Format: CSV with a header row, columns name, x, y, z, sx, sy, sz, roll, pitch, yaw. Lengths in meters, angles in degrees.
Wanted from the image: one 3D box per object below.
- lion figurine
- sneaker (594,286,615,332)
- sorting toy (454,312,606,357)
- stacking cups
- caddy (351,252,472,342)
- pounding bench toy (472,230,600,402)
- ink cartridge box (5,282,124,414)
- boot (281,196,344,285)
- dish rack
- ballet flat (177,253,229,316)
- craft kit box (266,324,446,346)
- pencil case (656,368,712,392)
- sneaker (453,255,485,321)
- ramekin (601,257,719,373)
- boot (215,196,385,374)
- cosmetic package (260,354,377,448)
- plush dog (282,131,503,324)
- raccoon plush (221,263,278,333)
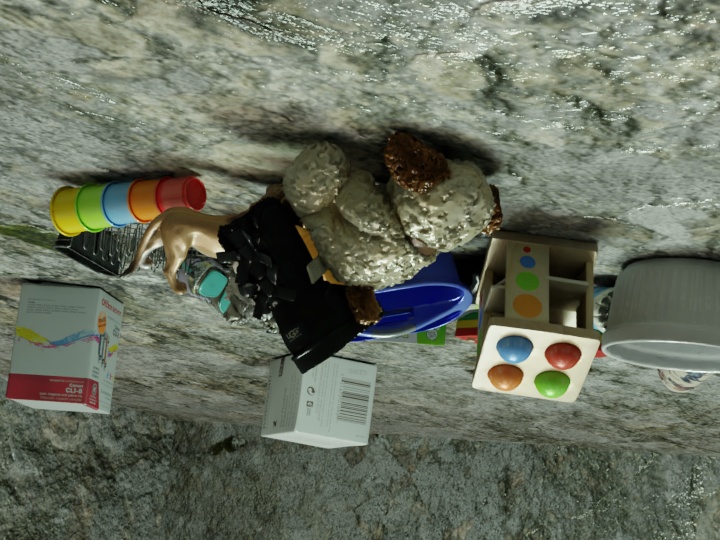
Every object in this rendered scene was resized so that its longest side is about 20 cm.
name,x,y,z,sx,sy,sz,roll,pitch,yaw
lion figurine,-0.156,-0.038,1.401,0.199,0.073,0.123,-3,131,-23
sneaker,0.350,0.055,1.721,0.199,0.079,0.090,23,179,-42
sorting toy,0.250,0.077,1.825,0.198,0.070,0.199,-5,162,44
stacking cups,-0.263,-0.074,1.466,0.199,0.061,0.060,-3,164,36
caddy,0.031,0.030,1.542,0.199,0.106,0.142,-9,154,-2
pounding bench toy,0.196,0.083,1.517,0.123,0.157,0.201,8,141,-1
ink cartridge box,-0.500,0.133,2.214,0.144,0.201,0.145,3,168,7
boot,-0.056,-0.003,1.397,0.144,0.202,0.071,14,-165,-44
dish rack,-0.278,-0.031,1.685,0.199,0.055,0.153,3,168,16
ballet flat,-0.212,0.016,1.865,0.072,0.072,0.200,4,167,15
craft kit box,-0.010,0.076,1.807,0.196,0.049,0.200,2,178,-21
pencil case,0.472,0.114,1.838,0.077,0.090,0.200,18,168,8
sneaker,0.125,0.011,1.663,0.083,0.072,0.200,37,153,-24
ramekin,0.394,0.054,1.563,0.199,0.106,0.200,8,168,2
boot,-0.059,0.005,1.292,0.073,0.163,0.198,-31,180,21
cosmetic package,-0.087,0.266,2.647,0.164,0.166,0.200,13,165,-23
plush dog,0.046,-0.051,1.255,0.171,0.161,0.200,-28,150,28
raccoon plush,-0.122,0.019,1.629,0.096,0.135,0.200,5,167,5
